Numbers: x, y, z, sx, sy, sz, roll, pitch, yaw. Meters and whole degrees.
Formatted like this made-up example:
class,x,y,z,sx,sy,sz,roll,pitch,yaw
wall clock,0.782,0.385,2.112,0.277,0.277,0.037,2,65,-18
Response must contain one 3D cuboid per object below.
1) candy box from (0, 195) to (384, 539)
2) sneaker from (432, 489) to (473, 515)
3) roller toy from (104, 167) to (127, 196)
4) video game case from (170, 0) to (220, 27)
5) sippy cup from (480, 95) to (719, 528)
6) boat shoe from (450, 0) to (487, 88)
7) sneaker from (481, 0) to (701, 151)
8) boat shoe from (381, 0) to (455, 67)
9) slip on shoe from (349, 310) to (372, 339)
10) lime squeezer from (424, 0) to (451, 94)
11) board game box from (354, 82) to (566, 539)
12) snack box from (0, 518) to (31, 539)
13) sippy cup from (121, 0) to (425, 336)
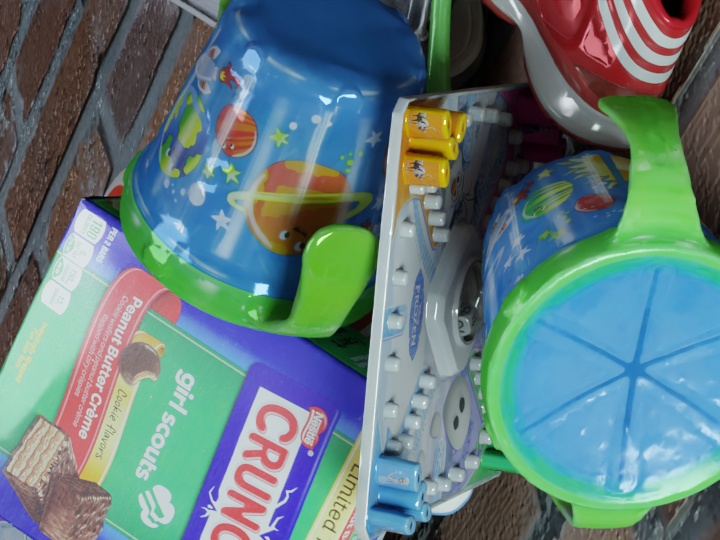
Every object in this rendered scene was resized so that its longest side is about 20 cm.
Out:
class,x,y,z,sx,sy,sz,roll,pitch,yaw
candy box,-0.080,0.083,1.476,0.200,0.077,0.170,31,106,16
sneaker,0.018,0.077,1.579,0.082,0.074,0.200,62,179,-11
roller toy,-0.093,0.038,1.765,0.182,0.139,0.201,-173,97,-74
video game case,-0.024,-0.115,1.616,0.018,0.143,0.200,-64,20,5
sippy cup,0.111,0.016,1.334,0.178,0.139,0.130,-47,27,18
boat shoe,0.023,-0.150,1.665,0.200,0.073,0.062,51,174,49
sneaker,0.112,-0.163,1.447,0.116,0.078,0.200,-56,48,34
boat shoe,0.051,-0.198,1.580,0.072,0.068,0.201,56,-124,-71
slip on shoe,0.000,0.000,1.544,0.200,0.061,0.074,-42,12,-11
lime squeezer,0.050,-0.054,1.470,0.038,0.071,0.201,9,121,41
board game box,0.052,0.015,1.414,0.200,0.026,0.201,-14,-69,-68
snack box,-0.127,0.162,1.740,0.169,0.199,0.068,170,103,-65
sippy cup,-0.032,-0.063,1.406,0.178,0.139,0.131,39,129,22
